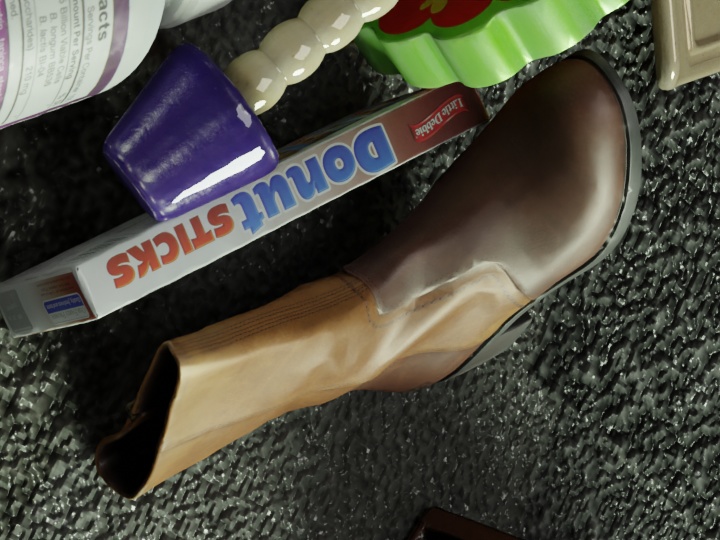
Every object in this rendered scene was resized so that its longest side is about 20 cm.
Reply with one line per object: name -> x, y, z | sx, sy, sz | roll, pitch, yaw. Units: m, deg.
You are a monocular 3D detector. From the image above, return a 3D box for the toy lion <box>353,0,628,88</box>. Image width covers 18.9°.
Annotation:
toy lion -> 0.086, -0.152, 0.854 | 0.069, 0.199, 0.193 | 53, 45, -35

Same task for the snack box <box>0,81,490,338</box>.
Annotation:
snack box -> -0.043, -0.027, 0.837 | 0.199, 0.072, 0.025 | -28, 98, -34

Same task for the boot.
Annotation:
boot -> 0.000, 0.000, 0.838 | 0.199, 0.188, 0.069 | -18, 70, -37

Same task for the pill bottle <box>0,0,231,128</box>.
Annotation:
pill bottle -> -0.136, -0.101, 0.719 | 0.199, 0.112, 0.113 | -24, 113, -36

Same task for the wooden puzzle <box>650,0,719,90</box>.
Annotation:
wooden puzzle -> 0.188, -0.197, 1.037 | 0.199, 0.037, 0.187 | -22, 112, -42

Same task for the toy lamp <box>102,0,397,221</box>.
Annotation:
toy lamp -> -0.006, -0.092, 0.779 | 0.200, 0.058, 0.058 | -39, 122, -7

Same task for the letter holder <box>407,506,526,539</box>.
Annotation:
letter holder -> 0.076, 0.229, 0.970 | 0.143, 0.100, 0.200 | -54, 127, -18
